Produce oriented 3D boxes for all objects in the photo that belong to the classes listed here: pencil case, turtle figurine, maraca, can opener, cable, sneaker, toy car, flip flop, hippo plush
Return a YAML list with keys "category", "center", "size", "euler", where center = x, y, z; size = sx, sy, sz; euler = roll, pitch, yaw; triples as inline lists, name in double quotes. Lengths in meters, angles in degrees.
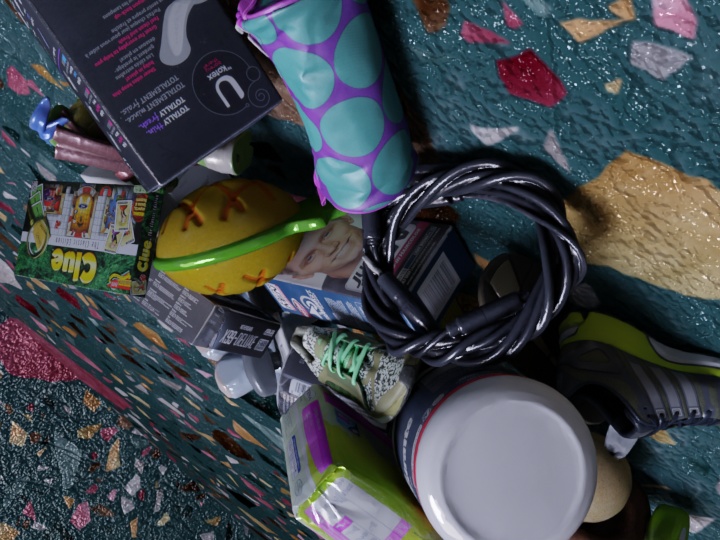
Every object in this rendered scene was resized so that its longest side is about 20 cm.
- category: "pencil case"
  center: [-0.021, -0.136, 0.636]
  size: [0.092, 0.086, 0.201]
  euler: [-19, 135, 6]
- category: "turtle figurine"
  center: [-0.195, -0.152, 0.827]
  size: [0.192, 0.146, 0.200]
  euler: [3, 174, 17]
- category: "maraca"
  center: [-0.103, -0.038, 0.815]
  size: [0.137, 0.198, 0.108]
  euler: [-94, -12, -71]
- category: "can opener"
  center: [-0.117, 0.043, 0.997]
  size: [0.053, 0.066, 0.202]
  euler: [133, 124, -62]
- category: "cable"
  center: [0.079, -0.004, 0.672]
  size: [0.198, 0.165, 0.051]
  euler: [7, 176, 34]
- category: "sneaker"
  center: [0.249, 0.108, 0.701]
  size: [0.198, 0.081, 0.074]
  euler: [20, 153, 10]
- category: "sneaker"
  center: [-0.013, 0.085, 0.788]
  size: [0.088, 0.078, 0.200]
  euler: [28, 168, -22]
- category: "toy car"
  center: [0.245, 0.214, 0.895]
  size: [0.163, 0.157, 0.202]
  euler: [10, 116, 38]
- category: "flip flop"
  center: [0.166, 0.065, 0.774]
  size: [0.200, 0.081, 0.057]
  euler: [44, 169, -27]
- category: "hippo plush"
  center: [-0.101, 0.084, 1.109]
  size: [0.198, 0.161, 0.161]
  euler: [-15, 161, 7]

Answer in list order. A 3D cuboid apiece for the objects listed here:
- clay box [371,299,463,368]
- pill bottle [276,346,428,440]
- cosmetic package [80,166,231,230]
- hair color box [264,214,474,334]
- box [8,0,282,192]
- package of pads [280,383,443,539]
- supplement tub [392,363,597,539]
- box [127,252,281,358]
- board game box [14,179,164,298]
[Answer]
- category: "clay box"
  center: [0.066, 0.069, 0.926]
  size: [0.114, 0.048, 0.201]
  euler: [11, 146, 42]
- category: "pill bottle"
  center: [0.018, 0.142, 0.921]
  size: [0.198, 0.107, 0.107]
  euler: [17, 150, 21]
- category: "cosmetic package"
  center: [-0.233, -0.094, 1.009]
  size: [0.199, 0.074, 0.102]
  euler: [15, 148, 43]
- category: "hair color box"
  center: [0.000, 0.000, 0.831]
  size: [0.199, 0.100, 0.061]
  euler: [10, 146, 44]
- category: "box"
  center: [-0.172, -0.178, 0.666]
  size: [0.201, 0.122, 0.106]
  euler: [56, 165, -12]
- category: "package of pads"
  center: [0.019, 0.212, 0.789]
  size: [0.200, 0.068, 0.155]
  euler: [41, -171, -21]
- category: "supplement tub"
  center: [0.102, 0.148, 0.718]
  size: [0.140, 0.141, 0.200]
  euler: [38, 177, -4]
- category: "box"
  center: [-0.202, 0.017, 0.927]
  size: [0.199, 0.050, 0.158]
  euler: [33, -179, 22]
- category: "board game box"
  center: [-0.275, -0.035, 0.851]
  size: [0.199, 0.106, 0.023]
  euler: [6, 177, 37]
